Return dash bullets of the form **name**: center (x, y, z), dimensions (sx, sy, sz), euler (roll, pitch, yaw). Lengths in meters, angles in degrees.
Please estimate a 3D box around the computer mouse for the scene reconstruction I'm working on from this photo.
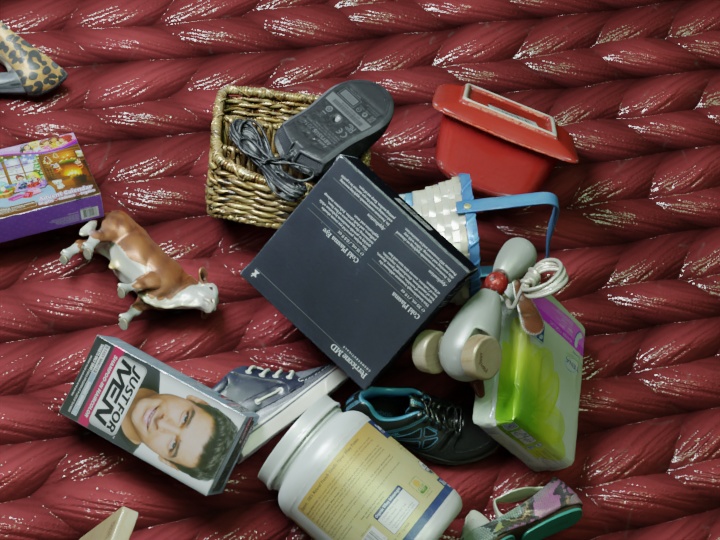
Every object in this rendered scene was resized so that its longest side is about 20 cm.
- **computer mouse**: center (-0.048, -0.161, 1.539), dimensions (0.199, 0.053, 0.139), euler (-31, 63, -20)

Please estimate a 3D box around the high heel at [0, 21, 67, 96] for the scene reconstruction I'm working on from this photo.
- **high heel**: center (-0.453, -0.322, 1.665), dimensions (0.142, 0.071, 0.201), euler (-2, 80, -5)

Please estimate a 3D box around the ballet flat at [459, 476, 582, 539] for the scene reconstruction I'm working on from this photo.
- **ballet flat**: center (0.168, 0.299, 1.488), dimensions (0.199, 0.069, 0.071), euler (-24, 52, -25)

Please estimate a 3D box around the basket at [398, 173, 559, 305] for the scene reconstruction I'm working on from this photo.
- **basket**: center (0.142, -0.039, 1.586), dimensions (0.199, 0.177, 0.140), euler (0, 59, 1)

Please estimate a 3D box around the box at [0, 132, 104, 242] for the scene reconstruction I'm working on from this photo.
- **box**: center (-0.426, -0.095, 1.551), dimensions (0.199, 0.039, 0.137), euler (-16, 44, -18)

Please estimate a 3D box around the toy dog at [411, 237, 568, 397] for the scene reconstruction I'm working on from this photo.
- **toy dog**: center (0.153, 0.065, 1.461), dimensions (0.200, 0.097, 0.132), euler (-40, 36, -10)

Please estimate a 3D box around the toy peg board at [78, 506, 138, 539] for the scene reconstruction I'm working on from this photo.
- **toy peg board**: center (-0.258, 0.367, 1.297), dimensions (0.097, 0.199, 0.201), euler (26, 60, -15)

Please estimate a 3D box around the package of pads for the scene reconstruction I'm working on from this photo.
- **package of pads**: center (0.205, 0.124, 1.536), dimensions (0.154, 0.068, 0.201), euler (40, 50, -42)

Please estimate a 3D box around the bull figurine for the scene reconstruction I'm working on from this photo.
- **bull figurine**: center (-0.263, 0.004, 1.537), dimensions (0.200, 0.065, 0.121), euler (40, 37, 21)

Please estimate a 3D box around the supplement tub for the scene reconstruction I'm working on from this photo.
- **supplement tub**: center (-0.001, 0.249, 1.428), dimensions (0.200, 0.145, 0.144), euler (39, 63, 9)

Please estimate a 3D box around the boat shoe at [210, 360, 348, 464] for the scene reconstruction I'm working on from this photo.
- **boat shoe**: center (-0.100, 0.137, 1.503), dimensions (0.200, 0.075, 0.093), euler (-35, 82, -24)

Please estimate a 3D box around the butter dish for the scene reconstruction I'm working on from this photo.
- **butter dish**: center (0.170, -0.145, 1.673), dimensions (0.199, 0.149, 0.200), euler (22, 17, 0)

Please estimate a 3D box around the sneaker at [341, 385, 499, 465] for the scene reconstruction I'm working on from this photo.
- **sneaker**: center (0.078, 0.180, 1.514), dimensions (0.199, 0.082, 0.074), euler (7, 60, -9)

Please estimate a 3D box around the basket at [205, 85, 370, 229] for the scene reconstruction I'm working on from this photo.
- **basket**: center (-0.089, -0.136, 1.577), dimensions (0.199, 0.150, 0.143), euler (7, 18, -8)

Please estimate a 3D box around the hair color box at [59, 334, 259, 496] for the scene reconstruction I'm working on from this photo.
- **hair color box**: center (-0.226, 0.162, 1.439), dimensions (0.199, 0.061, 0.099), euler (27, 89, 12)

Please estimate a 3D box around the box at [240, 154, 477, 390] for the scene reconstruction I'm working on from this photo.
- **box**: center (0.000, 0.000, 1.473), dimensions (0.200, 0.104, 0.182), euler (43, 99, 6)
